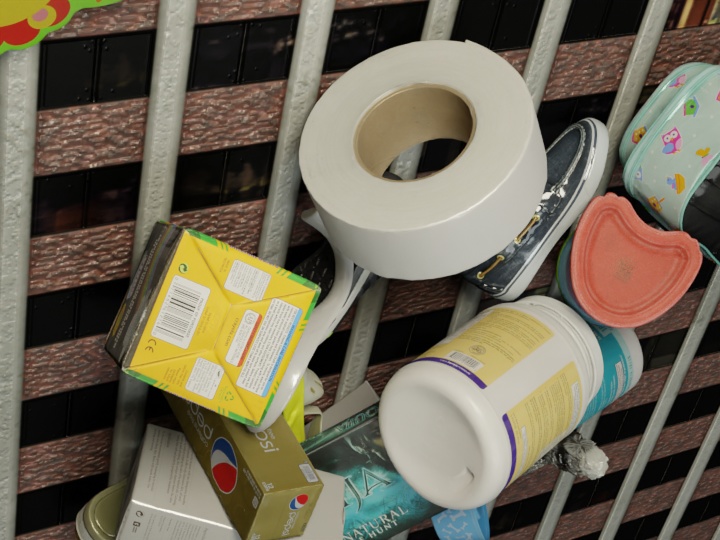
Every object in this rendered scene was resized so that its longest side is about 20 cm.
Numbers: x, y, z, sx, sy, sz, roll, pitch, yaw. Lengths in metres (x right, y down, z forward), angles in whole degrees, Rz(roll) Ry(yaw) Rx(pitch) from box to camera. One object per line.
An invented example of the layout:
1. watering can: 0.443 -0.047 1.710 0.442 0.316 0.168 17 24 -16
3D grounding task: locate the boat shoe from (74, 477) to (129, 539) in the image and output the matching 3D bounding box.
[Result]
1. boat shoe: -0.194 0.222 1.466 0.198 0.075 0.068 -14 166 -38

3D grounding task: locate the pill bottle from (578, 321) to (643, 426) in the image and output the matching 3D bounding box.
1. pill bottle: 0.202 0.121 1.581 0.199 0.111 0.112 -29 143 -33

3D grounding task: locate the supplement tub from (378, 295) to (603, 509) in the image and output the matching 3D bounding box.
1. supplement tub: 0.127 0.119 1.399 0.199 0.145 0.146 -30 147 -43

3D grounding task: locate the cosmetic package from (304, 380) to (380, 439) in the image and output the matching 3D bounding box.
1. cosmetic package: -0.036 0.221 1.563 0.199 0.090 0.107 -37 142 -4

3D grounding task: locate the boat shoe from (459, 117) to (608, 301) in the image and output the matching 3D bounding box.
1. boat shoe: 0.156 -0.069 1.426 0.090 0.071 0.202 24 103 -28

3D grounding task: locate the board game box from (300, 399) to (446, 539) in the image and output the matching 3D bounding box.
1. board game box: -0.029 0.224 1.453 0.199 0.028 0.136 -29 117 10

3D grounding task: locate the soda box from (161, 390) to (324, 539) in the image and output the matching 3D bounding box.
1. soda box: -0.111 0.148 1.342 0.063 0.201 0.068 -4 132 -33

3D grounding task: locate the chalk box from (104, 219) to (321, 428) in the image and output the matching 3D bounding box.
1. chalk box: -0.130 0.039 1.229 0.123 0.200 0.126 24 88 -15

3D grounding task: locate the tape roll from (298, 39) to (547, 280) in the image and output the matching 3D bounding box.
1. tape roll: 0.053 -0.094 1.223 0.201 0.203 0.071 -32 140 -5

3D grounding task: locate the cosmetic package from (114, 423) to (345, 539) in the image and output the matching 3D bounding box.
1. cosmetic package: -0.119 0.228 1.366 0.198 0.108 0.085 18 124 -9

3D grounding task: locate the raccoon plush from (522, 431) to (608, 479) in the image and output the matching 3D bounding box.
1. raccoon plush: 0.168 0.228 1.646 0.096 0.199 0.135 -28 135 -38

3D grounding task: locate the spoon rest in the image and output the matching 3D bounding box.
1. spoon rest: -0.054 0.048 1.297 0.060 0.099 0.202 24 79 -19

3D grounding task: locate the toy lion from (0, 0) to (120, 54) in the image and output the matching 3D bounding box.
1. toy lion: -0.221 -0.225 1.010 0.198 0.069 0.193 -1 137 -36

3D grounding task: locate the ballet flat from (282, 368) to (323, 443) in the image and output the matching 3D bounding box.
1. ballet flat: -0.069 0.135 1.455 0.066 0.067 0.202 -14 127 -20

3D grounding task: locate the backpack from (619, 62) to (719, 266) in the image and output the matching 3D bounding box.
1. backpack: 0.344 -0.114 1.446 0.176 0.153 0.199 -51 155 14

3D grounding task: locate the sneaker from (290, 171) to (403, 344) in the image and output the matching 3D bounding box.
1. sneaker: 0.000 0.000 1.374 0.201 0.072 0.082 -53 144 13

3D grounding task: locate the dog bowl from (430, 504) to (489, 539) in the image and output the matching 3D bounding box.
1. dog bowl: 0.088 0.188 1.543 0.049 0.202 0.112 -14 160 10

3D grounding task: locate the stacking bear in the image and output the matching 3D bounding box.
1. stacking bear: 0.245 -0.003 1.473 0.115 0.121 0.200 -61 -178 0
